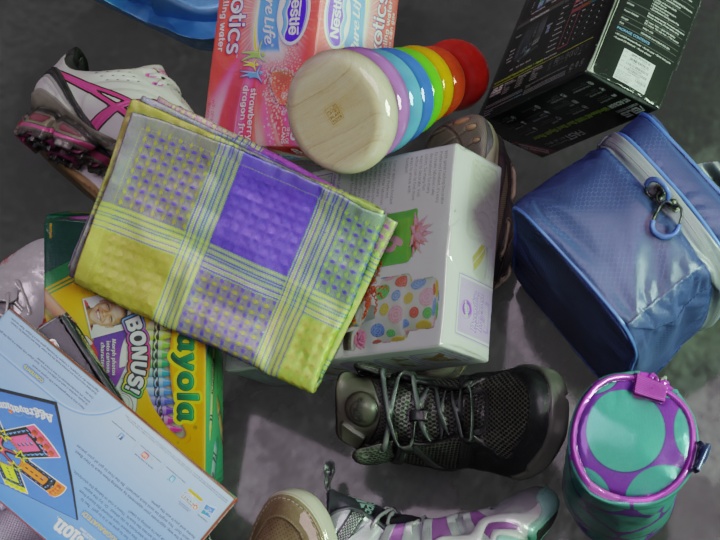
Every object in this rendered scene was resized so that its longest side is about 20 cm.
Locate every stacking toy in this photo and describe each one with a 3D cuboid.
[{"bbox_3d":[0.034,-0.130,1.347,0.085,0.200,0.086,10,110,30],"label":"stacking toy"}]

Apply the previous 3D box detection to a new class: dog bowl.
[{"bbox_3d":[-0.153,-0.241,1.483,0.200,0.050,0.112,26,77,14],"label":"dog bowl"}]

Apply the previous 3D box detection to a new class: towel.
[{"bbox_3d":[-0.092,-0.017,1.287,0.200,0.023,0.144,26,99,5],"label":"towel"}]

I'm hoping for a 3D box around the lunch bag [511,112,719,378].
[{"bbox_3d":[0.193,-0.017,1.293,0.132,0.200,0.136,-37,75,-8],"label":"lunch bag"}]

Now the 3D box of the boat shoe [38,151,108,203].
[{"bbox_3d":[-0.159,-0.063,1.416,0.200,0.071,0.069,40,82,17],"label":"boat shoe"}]

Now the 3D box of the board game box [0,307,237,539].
[{"bbox_3d":[-0.190,0.127,1.253,0.200,0.019,0.103,40,81,5],"label":"board game box"}]

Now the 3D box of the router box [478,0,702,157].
[{"bbox_3d":[0.169,-0.174,1.348,0.062,0.200,0.150,25,77,-15],"label":"router box"}]

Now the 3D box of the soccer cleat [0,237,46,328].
[{"bbox_3d":[-0.286,0.053,1.387,0.069,0.085,0.200,40,81,16],"label":"soccer cleat"}]

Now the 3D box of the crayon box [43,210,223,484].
[{"bbox_3d":[-0.160,0.059,1.347,0.119,0.058,0.200,1,97,9],"label":"crayon box"}]

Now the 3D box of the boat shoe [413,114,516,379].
[{"bbox_3d":[0.081,-0.013,1.364,0.074,0.073,0.200,-5,66,41],"label":"boat shoe"}]

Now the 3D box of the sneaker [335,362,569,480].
[{"bbox_3d":[0.054,0.100,1.261,0.114,0.199,0.076,6,83,-27],"label":"sneaker"}]

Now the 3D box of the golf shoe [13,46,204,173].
[{"bbox_3d":[-0.152,-0.108,1.355,0.200,0.073,0.092,18,75,21],"label":"golf shoe"}]

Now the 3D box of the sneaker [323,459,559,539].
[{"bbox_3d":[0.028,0.180,1.315,0.200,0.078,0.140,-37,73,-6],"label":"sneaker"}]

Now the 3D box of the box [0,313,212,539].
[{"bbox_3d":[-0.230,0.165,1.281,0.200,0.050,0.199,-32,83,-4],"label":"box"}]

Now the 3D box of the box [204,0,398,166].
[{"bbox_3d":[-0.039,-0.180,1.389,0.102,0.095,0.200,5,86,36],"label":"box"}]

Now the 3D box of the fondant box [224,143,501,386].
[{"bbox_3d":[0.000,0.000,1.336,0.200,0.058,0.145,-9,68,40],"label":"fondant box"}]

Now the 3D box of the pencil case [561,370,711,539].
[{"bbox_3d":[0.177,0.127,1.249,0.085,0.200,0.092,30,79,12],"label":"pencil case"}]

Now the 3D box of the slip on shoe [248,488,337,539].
[{"bbox_3d":[-0.068,0.248,1.279,0.076,0.061,0.200,19,98,36],"label":"slip on shoe"}]
